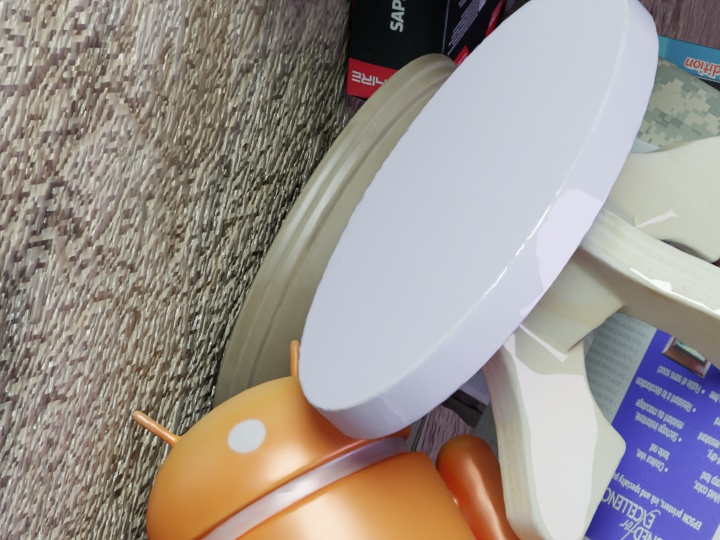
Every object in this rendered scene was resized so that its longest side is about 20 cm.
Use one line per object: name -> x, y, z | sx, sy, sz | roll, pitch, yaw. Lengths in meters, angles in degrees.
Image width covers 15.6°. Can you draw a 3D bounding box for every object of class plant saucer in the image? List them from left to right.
plant saucer -> 0.000, 0.000, 1.149 | 0.200, 0.029, 0.200 | -55, 165, -22

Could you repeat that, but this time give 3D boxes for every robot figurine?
robot figurine -> -0.009, 0.126, 1.001 | 0.201, 0.143, 0.117 | 60, 14, 12

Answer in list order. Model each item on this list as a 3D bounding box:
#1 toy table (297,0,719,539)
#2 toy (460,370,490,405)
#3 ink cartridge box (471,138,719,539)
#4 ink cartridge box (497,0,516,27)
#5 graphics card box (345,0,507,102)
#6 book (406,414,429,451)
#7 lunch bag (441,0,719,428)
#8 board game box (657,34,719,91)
toy table -> 0.074, 0.001, 0.987 | 0.200, 0.117, 0.184 | -55, -153, -10
toy -> 0.123, 0.032, 1.182 | 0.116, 0.199, 0.047 | -60, -163, -3
ink cartridge box -> 0.120, 0.056, 1.058 | 0.201, 0.043, 0.198 | -61, -153, 0
ink cartridge box -> 0.059, -0.068, 1.453 | 0.200, 0.057, 0.164 | -164, -93, -82
graphics card box -> 0.040, -0.186, 1.193 | 0.126, 0.051, 0.201 | -58, 158, -53
book -> -0.024, 0.151, 1.194 | 0.134, 0.048, 0.201 | -53, 166, -63
lunch bag -> 0.102, -0.008, 1.283 | 0.200, 0.164, 0.118 | -56, 164, -5
board game box -> 0.187, -0.088, 1.498 | 0.151, 0.199, 0.047 | 122, -19, -80
